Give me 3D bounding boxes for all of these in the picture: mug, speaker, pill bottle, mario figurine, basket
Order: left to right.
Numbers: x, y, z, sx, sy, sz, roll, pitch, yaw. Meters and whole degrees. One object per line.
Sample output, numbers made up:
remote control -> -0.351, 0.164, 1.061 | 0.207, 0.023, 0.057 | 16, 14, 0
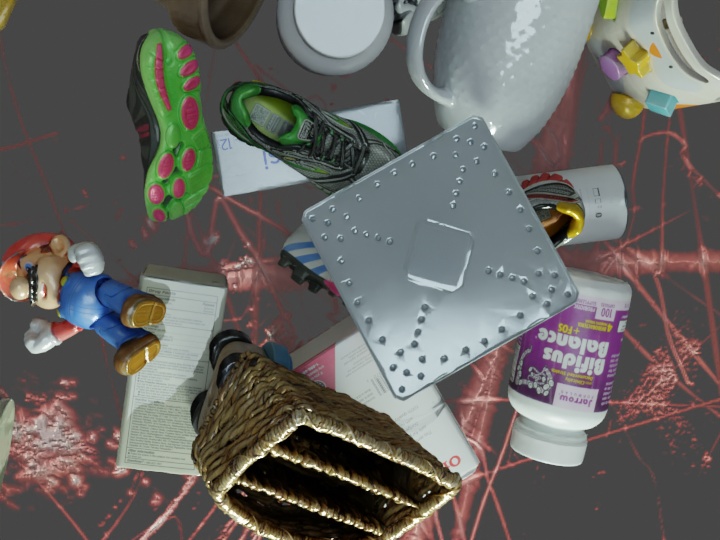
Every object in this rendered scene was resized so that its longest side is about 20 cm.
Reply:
mario figurine -> -0.291, 0.031, 1.012 | 0.198, 0.106, 0.125 | 25, 81, 29
basket -> -0.039, 0.187, 0.921 | 0.199, 0.149, 0.144 | 29, 92, -32
pill bottle -> -0.026, -0.244, 0.985 | 0.109, 0.200, 0.114 | -1, 101, -5
mug -> 0.127, -0.221, 1.026 | 0.198, 0.147, 0.178 | 5, 110, -38
speaker -> 0.180, -0.062, 1.103 | 0.196, 0.081, 0.083 | -8, 100, -6
pill bottle -> 0.221, 0.102, 1.118 | 0.110, 0.112, 0.204 | 9, 97, -9

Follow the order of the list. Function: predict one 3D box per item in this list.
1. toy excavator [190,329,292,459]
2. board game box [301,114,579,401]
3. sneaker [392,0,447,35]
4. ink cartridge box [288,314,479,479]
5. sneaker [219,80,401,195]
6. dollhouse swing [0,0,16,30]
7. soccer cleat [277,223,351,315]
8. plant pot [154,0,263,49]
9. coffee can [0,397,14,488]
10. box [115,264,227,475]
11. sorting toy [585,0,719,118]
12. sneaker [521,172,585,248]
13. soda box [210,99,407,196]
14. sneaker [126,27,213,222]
toy excavator -> -0.073, 0.178, 1.028 | 0.197, 0.100, 0.197 | 17, 98, -17
board game box -> 0.074, -0.012, 0.974 | 0.198, 0.026, 0.202 | -29, 83, 0
sneaker -> 0.041, -0.349, 1.051 | 0.080, 0.075, 0.203 | -20, 109, -12
ink cartridge box -> 0.016, 0.157, 1.114 | 0.145, 0.083, 0.202 | -31, 101, -2
sneaker -> -0.045, -0.121, 0.998 | 0.197, 0.085, 0.079 | 21, 94, -11
dollhouse swing -> -0.417, -0.259, 0.934 | 0.175, 0.200, 0.182 | -42, 102, 1
soccer cleat -> 0.000, 0.000, 1.050 | 0.087, 0.199, 0.070 | -53, 146, -8
plant pot -> -0.179, -0.333, 0.976 | 0.172, 0.200, 0.203 | 20, 96, 8
coffee can -> -0.462, 0.181, 1.023 | 0.197, 0.146, 0.149 | 12, 97, -9
box -> -0.197, 0.103, 1.081 | 0.093, 0.078, 0.204 | 9, 97, -9
sorting toy -> 0.305, -0.235, 1.042 | 0.106, 0.180, 0.201 | -34, 101, -1
sneaker -> 0.132, -0.028, 1.022 | 0.198, 0.082, 0.078 | -31, 113, 5
soda box -> -0.053, -0.127, 1.071 | 0.196, 0.063, 0.069 | -11, 99, -6
sneaker -> -0.196, -0.147, 1.050 | 0.076, 0.084, 0.203 | -8, 117, -26
